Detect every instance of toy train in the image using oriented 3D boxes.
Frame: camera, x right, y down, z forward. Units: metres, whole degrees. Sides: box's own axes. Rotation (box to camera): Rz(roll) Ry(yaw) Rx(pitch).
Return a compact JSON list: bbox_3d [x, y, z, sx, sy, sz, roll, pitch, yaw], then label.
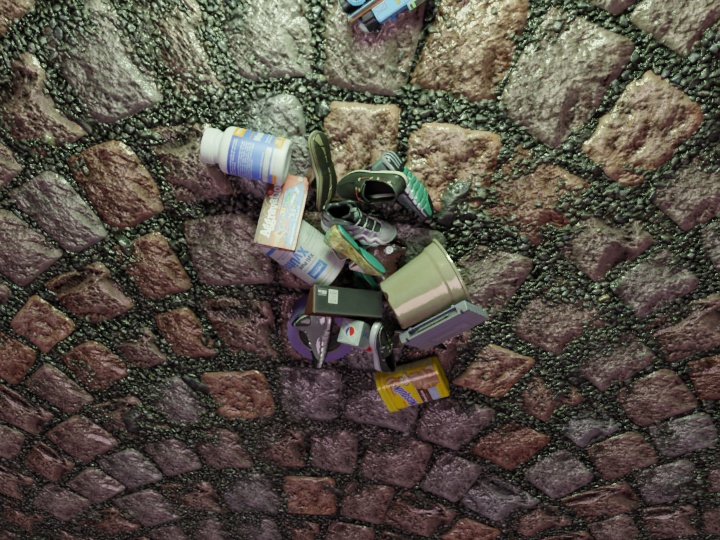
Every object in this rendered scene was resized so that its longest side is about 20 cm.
[{"bbox_3d":[0.055,-0.562,1.028,0.199,0.087,0.114,-27,123,20],"label":"toy train"}]

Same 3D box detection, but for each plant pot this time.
[{"bbox_3d":[0.156,0.050,1.315,0.183,0.201,0.201,-28,118,0],"label":"plant pot"}]

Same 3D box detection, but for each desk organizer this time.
[{"bbox_3d":[-0.046,0.088,1.355,0.199,0.072,0.077,7,166,-28],"label":"desk organizer"}]

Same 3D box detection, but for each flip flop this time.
[{"bbox_3d":[-0.106,-0.244,1.258,0.057,0.081,0.201,11,129,27],"label":"flip flop"}]

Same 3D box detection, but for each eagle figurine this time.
[{"bbox_3d":[0.154,0.171,1.462,0.150,0.152,0.201,-28,126,-17],"label":"eagle figurine"}]

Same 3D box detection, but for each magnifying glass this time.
[{"bbox_3d":[0.000,0.000,1.392,0.022,0.079,0.201,-41,132,-21],"label":"magnifying glass"}]

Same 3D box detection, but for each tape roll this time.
[{"bbox_3d":[-0.111,0.166,1.513,0.199,0.085,0.201,3,123,4],"label":"tape roll"}]

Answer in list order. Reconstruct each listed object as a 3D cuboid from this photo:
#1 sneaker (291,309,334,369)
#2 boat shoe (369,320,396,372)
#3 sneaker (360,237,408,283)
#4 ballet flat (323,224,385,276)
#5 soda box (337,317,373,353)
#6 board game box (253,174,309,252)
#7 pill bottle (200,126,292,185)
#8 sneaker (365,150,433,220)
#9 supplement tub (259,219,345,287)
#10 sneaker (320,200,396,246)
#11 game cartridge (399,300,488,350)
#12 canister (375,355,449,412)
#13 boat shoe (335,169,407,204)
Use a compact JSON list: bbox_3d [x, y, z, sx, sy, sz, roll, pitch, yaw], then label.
[{"bbox_3d":[-0.140,0.180,1.439,0.115,0.075,0.201,13,113,2],"label":"sneaker"},{"bbox_3d":[0.067,0.216,1.437,0.056,0.069,0.201,13,139,22],"label":"boat shoe"},{"bbox_3d":[0.097,-0.013,1.385,0.115,0.076,0.200,-34,113,20],"label":"sneaker"},{"bbox_3d":[-0.018,-0.038,1.300,0.071,0.071,0.200,-32,127,23],"label":"ballet flat"},{"bbox_3d":[0.004,0.186,1.430,0.063,0.069,0.200,10,168,21],"label":"soda box"},{"bbox_3d":[-0.192,-0.147,1.265,0.102,0.201,0.019,10,159,-1],"label":"board game box"},{"bbox_3d":[-0.272,-0.278,1.223,0.199,0.112,0.113,13,123,-4],"label":"pill bottle"},{"bbox_3d":[0.101,-0.200,1.277,0.087,0.075,0.200,-25,111,38],"label":"sneaker"},{"bbox_3d":[-0.150,-0.053,1.346,0.200,0.132,0.132,36,119,-16],"label":"supplement tub"},{"bbox_3d":[-0.003,-0.124,1.283,0.199,0.078,0.140,7,161,-1],"label":"sneaker"},{"bbox_3d":[0.212,0.142,1.300,0.200,0.039,0.129,-32,152,27],"label":"game cartridge"},{"bbox_3d":[0.165,0.356,1.610,0.199,0.087,0.149,-19,120,15],"label":"canister"},{"bbox_3d":[0.015,-0.199,1.242,0.201,0.063,0.074,3,129,36],"label":"boat shoe"}]
